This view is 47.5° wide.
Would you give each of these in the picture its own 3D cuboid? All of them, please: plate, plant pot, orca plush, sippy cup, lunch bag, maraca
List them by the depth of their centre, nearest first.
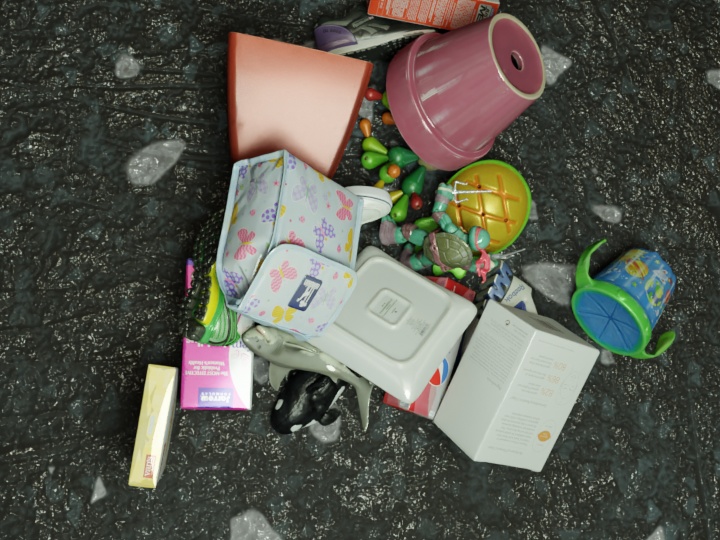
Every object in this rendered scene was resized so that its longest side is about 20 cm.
[{"bbox_3d":[-0.087,-0.025,1.056,0.168,0.125,0.205,27,67,-46],"label":"lunch bag"},{"bbox_3d":[0.039,0.061,1.140,0.197,0.033,0.200,30,53,18],"label":"plate"},{"bbox_3d":[-0.105,-0.212,1.170,0.195,0.200,0.181,9,93,-10],"label":"plant pot"},{"bbox_3d":[-0.044,0.169,1.195,0.196,0.071,0.107,-23,89,-13],"label":"orca plush"},{"bbox_3d":[0.164,-0.273,1.197,0.197,0.177,0.205,17,63,-36],"label":"plant pot"},{"bbox_3d":[0.171,-0.078,1.256,0.199,0.107,0.138,-42,90,13],"label":"maraca"},{"bbox_3d":[0.422,0.039,1.287,0.130,0.138,0.180,-42,132,-23],"label":"sippy cup"}]

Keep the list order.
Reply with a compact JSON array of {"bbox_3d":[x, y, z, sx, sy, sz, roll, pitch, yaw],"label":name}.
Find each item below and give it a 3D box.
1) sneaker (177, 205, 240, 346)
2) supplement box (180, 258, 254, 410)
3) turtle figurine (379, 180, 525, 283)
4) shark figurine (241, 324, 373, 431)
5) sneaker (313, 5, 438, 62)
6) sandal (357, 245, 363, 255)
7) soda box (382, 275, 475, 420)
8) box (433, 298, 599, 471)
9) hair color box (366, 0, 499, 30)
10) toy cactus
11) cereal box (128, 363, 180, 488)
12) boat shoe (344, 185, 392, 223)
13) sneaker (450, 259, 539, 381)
[{"bbox_3d":[-0.179,0.003,1.092,0.084,0.077,0.205,28,69,-42],"label":"sneaker"},{"bbox_3d":[-0.200,0.091,1.156,0.098,0.103,0.206,2,85,-11],"label":"supplement box"},{"bbox_3d":[0.127,-0.047,1.179,0.101,0.197,0.152,-43,118,-45],"label":"turtle figurine"},{"bbox_3d":[-0.080,0.139,1.139,0.211,0.128,0.091,28,97,-15],"label":"shark figurine"},{"bbox_3d":[0.024,-0.377,1.271,0.195,0.076,0.090,-14,81,-13],"label":"sneaker"},{"bbox_3d":[0.001,0.000,1.238,0.196,0.043,0.078,22,80,-9],"label":"sandal"},{"bbox_3d":[0.103,0.114,1.225,0.063,0.069,0.205,23,79,-32],"label":"soda box"},{"bbox_3d":[0.223,0.167,1.178,0.150,0.106,0.204,18,102,-37],"label":"box"},{"bbox_3d":[0.108,-0.434,1.273,0.195,0.065,0.113,8,45,-12],"label":"hair color box"},{"bbox_3d":[0.079,-0.182,1.258,0.161,0.102,0.205,-4,76,-22],"label":"toy cactus"},{"bbox_3d":[-0.268,0.198,1.079,0.038,0.200,0.148,9,82,-10],"label":"cereal box"},{"bbox_3d":[-0.049,-0.063,1.191,0.196,0.075,0.088,-7,59,1],"label":"boat shoe"},{"bbox_3d":[0.220,0.096,1.256,0.113,0.081,0.203,27,78,-6],"label":"sneaker"}]
